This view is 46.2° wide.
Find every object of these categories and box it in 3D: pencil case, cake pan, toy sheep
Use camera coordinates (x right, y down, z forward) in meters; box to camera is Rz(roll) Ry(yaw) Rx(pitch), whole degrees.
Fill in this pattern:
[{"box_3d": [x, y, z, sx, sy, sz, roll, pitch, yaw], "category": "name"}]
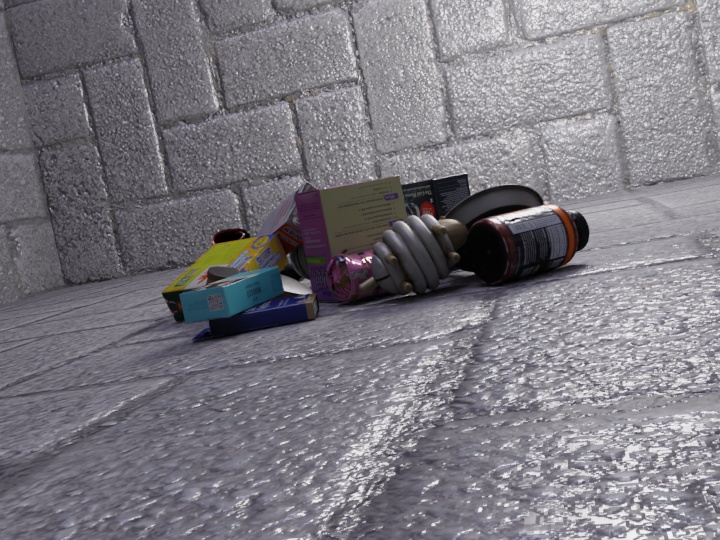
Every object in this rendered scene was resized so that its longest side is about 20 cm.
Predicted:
[{"box_3d": [0.041, -0.003, 1.459, 0.200, 0.087, 0.083, -11, 8, -31], "category": "pencil case"}, {"box_3d": [0.227, -0.065, 1.445, 0.200, 0.037, 0.200, -12, -37, -9], "category": "cake pan"}, {"box_3d": [0.084, -0.021, 1.359, 0.200, 0.138, 0.138, -27, 7, -5], "category": "toy sheep"}]

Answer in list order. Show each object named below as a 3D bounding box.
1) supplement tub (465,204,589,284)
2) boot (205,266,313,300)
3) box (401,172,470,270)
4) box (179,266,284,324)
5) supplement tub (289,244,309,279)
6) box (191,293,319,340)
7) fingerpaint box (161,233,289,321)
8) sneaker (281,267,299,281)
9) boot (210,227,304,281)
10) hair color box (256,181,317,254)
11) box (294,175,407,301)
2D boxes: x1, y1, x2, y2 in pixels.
[{"box_3d": [0.273, -0.047, 1.352, 0.200, 0.107, 0.107, -13, 6, -32], "category": "supplement tub"}, {"box_3d": [-0.184, 0.045, 1.534, 0.199, 0.076, 0.074, 8, 18, -18], "category": "boot"}, {"box_3d": [0.130, -0.092, 1.723, 0.104, 0.183, 0.200, -16, 7, -39], "category": "box"}, {"box_3d": [-0.205, 0.037, 1.376, 0.082, 0.049, 0.200, -10, 6, 21], "category": "box"}, {"box_3d": [-0.053, -0.040, 1.761, 0.140, 0.141, 0.200, -13, 6, -27], "category": "supplement tub"}, {"box_3d": [-0.169, 0.074, 1.366, 0.199, 0.032, 0.121, -12, 5, 1], "category": "box"}, {"box_3d": [-0.263, 0.014, 1.667, 0.166, 0.074, 0.200, -8, 26, 29], "category": "fingerpaint box"}, {"box_3d": [-0.213, 0.006, 1.804, 0.200, 0.075, 0.088, -8, 38, 26], "category": "sneaker"}, {"box_3d": [-0.226, -0.028, 1.888, 0.203, 0.074, 0.154, -2, -34, 9], "category": "boot"}, {"box_3d": [-0.151, -0.093, 1.761, 0.064, 0.111, 0.200, 32, -29, -16], "category": "hair color box"}, {"box_3d": [-0.007, -0.059, 1.535, 0.176, 0.201, 0.097, -14, 6, -32], "category": "box"}]
